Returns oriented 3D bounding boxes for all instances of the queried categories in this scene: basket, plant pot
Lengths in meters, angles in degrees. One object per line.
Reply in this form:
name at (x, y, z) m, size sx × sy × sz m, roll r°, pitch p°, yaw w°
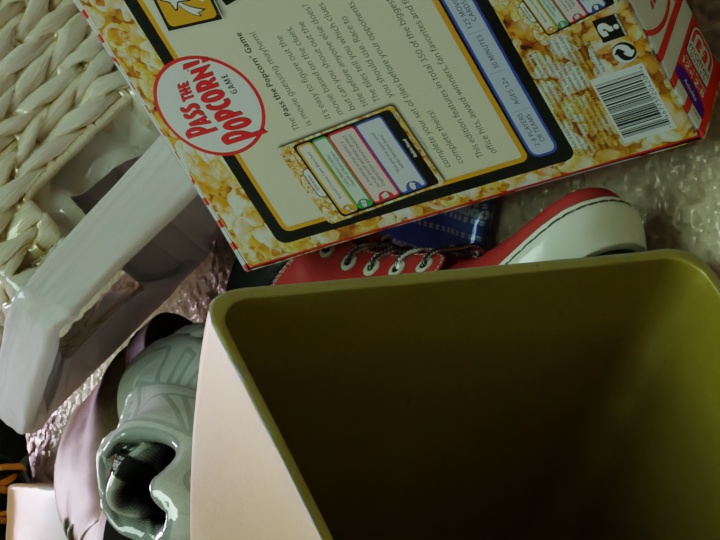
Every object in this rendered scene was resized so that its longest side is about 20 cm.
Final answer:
basket at (-0.137, -0.033, 1.045) m, size 0.123 × 0.136 × 0.200 m, roll 43°, pitch 160°, yaw 2°
plant pot at (0.049, 0.131, 0.827) m, size 0.200 × 0.199 × 0.177 m, roll 61°, pitch 144°, yaw 36°

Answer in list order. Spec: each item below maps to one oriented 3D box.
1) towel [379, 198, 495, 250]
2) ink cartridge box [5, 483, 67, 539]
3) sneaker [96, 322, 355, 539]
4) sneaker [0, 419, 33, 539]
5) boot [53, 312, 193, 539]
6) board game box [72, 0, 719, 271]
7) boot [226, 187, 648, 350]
towel at (0.000, 0.000, 1.033) m, size 0.145 × 0.024 × 0.201 m, roll 18°, pitch 101°, yaw 52°
ink cartridge box at (-0.106, 0.187, 1.136) m, size 0.200 × 0.050 × 0.163 m, roll -1°, pitch 86°, yaw 57°
sneaker at (-0.071, 0.069, 0.965) m, size 0.200 × 0.081 × 0.076 m, roll -158°, pitch 58°, yaw -67°
sneaker at (-0.191, 0.143, 1.240) m, size 0.077 × 0.078 × 0.201 m, roll 8°, pitch 103°, yaw 52°
boot at (-0.100, 0.115, 1.077) m, size 0.075 × 0.074 × 0.201 m, roll -36°, pitch 34°, yaw 30°
board game box at (0.008, -0.092, 0.880) m, size 0.199 × 0.152 × 0.046 m, roll -15°, pitch 31°, yaw 29°
boot at (0.019, -0.004, 0.949) m, size 0.200 × 0.072 × 0.145 m, roll -44°, pitch 56°, yaw 37°
